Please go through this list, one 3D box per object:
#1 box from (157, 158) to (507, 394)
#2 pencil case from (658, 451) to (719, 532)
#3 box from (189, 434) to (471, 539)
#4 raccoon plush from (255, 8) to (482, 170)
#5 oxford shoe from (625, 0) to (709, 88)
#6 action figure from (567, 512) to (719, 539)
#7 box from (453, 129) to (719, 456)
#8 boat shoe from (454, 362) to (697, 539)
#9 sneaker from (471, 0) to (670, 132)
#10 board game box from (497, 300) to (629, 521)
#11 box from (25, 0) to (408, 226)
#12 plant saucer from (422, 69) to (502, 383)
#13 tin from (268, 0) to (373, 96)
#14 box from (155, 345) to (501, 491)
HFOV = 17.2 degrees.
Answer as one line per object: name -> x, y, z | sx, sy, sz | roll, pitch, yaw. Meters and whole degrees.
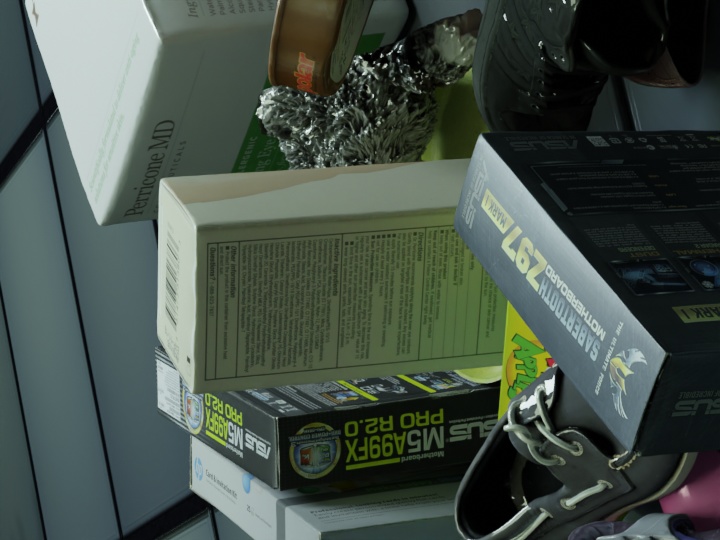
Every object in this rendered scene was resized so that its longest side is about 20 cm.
box -> 0.000, 0.000, 1.225 | 0.078, 0.198, 0.096 | -132, 42, -62
pencil case -> 0.167, 0.086, 1.090 | 0.094, 0.090, 0.202 | 138, 122, -81
box -> 0.007, 0.131, 1.383 | 0.200, 0.155, 0.042 | -155, 63, -63
raccoon plush -> 0.013, -0.054, 1.332 | 0.200, 0.096, 0.135 | -20, 86, 66
oxford shoe -> 0.146, -0.182, 1.109 | 0.073, 0.071, 0.201 | 27, 127, 39
action figure -> 0.187, 0.130, 0.992 | 0.199, 0.069, 0.131 | -14, 86, 24
box -> 0.158, 0.003, 0.946 | 0.158, 0.199, 0.051 | 53, 137, 48
boat shoe -> 0.094, 0.079, 1.060 | 0.200, 0.062, 0.073 | 120, 134, -60
sneaker -> 0.097, -0.108, 1.067 | 0.104, 0.060, 0.201 | -122, 24, -48
board game box -> 0.108, 0.047, 1.190 | 0.047, 0.102, 0.202 | 12, 114, 21
box -> -0.098, -0.170, 1.517 | 0.199, 0.170, 0.201 | 116, 140, -52
plant saucer -> 0.070, -0.038, 1.346 | 0.200, 0.031, 0.202 | 173, 90, -66
tin -> -0.004, -0.185, 1.268 | 0.112, 0.042, 0.201 | 103, -176, -64
box -> -0.016, 0.076, 1.414 | 0.200, 0.159, 0.045 | -158, 65, -63
